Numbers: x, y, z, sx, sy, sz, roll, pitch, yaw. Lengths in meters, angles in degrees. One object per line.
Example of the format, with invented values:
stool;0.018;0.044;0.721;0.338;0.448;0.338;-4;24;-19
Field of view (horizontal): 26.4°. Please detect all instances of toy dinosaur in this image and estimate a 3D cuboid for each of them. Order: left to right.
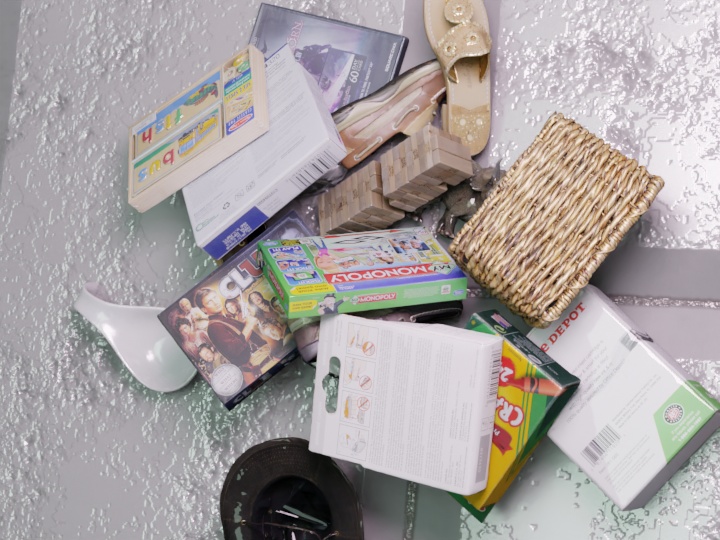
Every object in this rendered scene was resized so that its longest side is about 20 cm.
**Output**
toy dinosaur;0.112;-0.086;1.721;0.102;0.077;0.200;-60;35;2

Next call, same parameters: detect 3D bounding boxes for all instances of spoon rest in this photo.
spoon rest;-0.275;0.074;1.860;0.200;0.061;0.100;29;94;24

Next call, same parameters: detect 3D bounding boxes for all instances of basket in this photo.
basket;0.217;-0.037;1.619;0.149;0.143;0.200;37;88;26

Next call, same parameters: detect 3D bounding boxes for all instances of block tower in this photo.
block tower;0.036;-0.094;1.713;0.200;0.058;0.054;-29;55;40

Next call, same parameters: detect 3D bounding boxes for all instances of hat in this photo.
hat;-0.063;0.286;1.733;0.200;0.081;0.201;0;90;27

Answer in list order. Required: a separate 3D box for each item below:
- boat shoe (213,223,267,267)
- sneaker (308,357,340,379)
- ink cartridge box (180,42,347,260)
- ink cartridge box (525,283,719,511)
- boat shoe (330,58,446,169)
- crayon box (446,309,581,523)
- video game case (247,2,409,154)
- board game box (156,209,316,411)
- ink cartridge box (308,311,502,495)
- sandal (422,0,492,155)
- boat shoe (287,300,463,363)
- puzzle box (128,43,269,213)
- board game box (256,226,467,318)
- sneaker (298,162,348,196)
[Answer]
boat shoe;-0.125;0.013;1.799;0.070;0.070;0.200;-25;74;22
sneaker;0.033;0.102;1.722;0.200;0.074;0.080;19;85;24
ink cartridge box;-0.121;-0.137;1.748;0.196;0.043;0.200;-38;40;15
ink cartridge box;0.262;0.131;1.612;0.146;0.084;0.200;-49;68;12
boat shoe;0.050;-0.183;1.753;0.200;0.076;0.074;-29;98;4
crayon box;0.125;0.158;1.609;0.127;0.051;0.200;40;114;23
video game case;-0.053;-0.232;1.832;0.200;0.019;0.143;17;90;23
board game box;-0.112;0.044;1.736;0.200;0.035;0.136;-39;71;-6
ink cartridge box;0.046;0.133;1.601;0.200;0.050;0.161;11;100;33
sandal;0.122;-0.230;1.684;0.077;0.070;0.212;-11;104;-21
boat shoe;0.021;0.062;1.680;0.199;0.072;0.065;-7;75;-19
puzzle box;-0.192;-0.165;1.786;0.200;0.025;0.133;-31;44;24
board game box;0.000;0.000;1.670;0.135;0.199;0.029;-126;35;-58
sneaker;-0.108;-0.138;1.812;0.199;0.078;0.100;-4;78;21
